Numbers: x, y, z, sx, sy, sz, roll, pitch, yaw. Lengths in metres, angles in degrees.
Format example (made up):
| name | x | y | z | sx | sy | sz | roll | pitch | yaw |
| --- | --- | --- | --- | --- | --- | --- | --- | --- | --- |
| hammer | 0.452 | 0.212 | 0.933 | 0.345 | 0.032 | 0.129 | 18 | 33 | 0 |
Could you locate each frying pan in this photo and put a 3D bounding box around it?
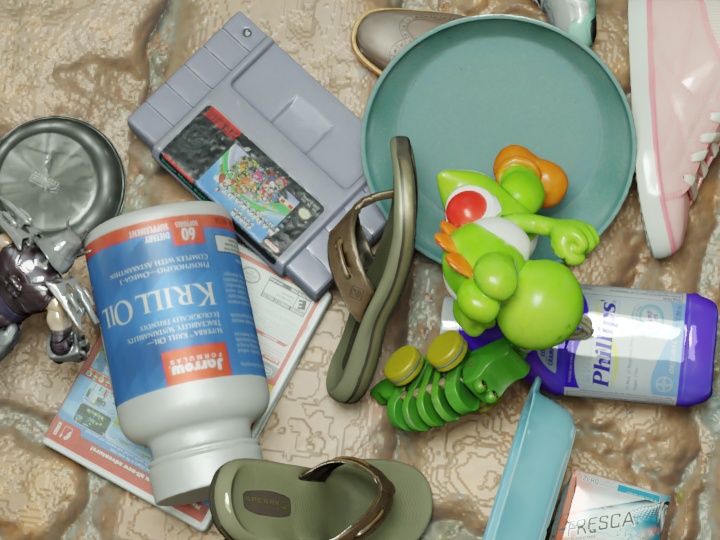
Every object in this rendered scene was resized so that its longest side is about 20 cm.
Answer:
| name | x | y | z | sx | sy | sz | roll | pitch | yaw |
| --- | --- | --- | --- | --- | --- | --- | --- | --- | --- |
| frying pan | -0.264 | -0.040 | 1.634 | 0.190 | 0.031 | 0.115 | -41 | 77 | -6 |

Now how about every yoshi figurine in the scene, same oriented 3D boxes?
| name | x | y | z | sx | sy | sz | roll | pitch | yaw |
| --- | --- | --- | --- | --- | --- | --- | --- | --- | --- |
| yoshi figurine | 0.107 | -0.004 | 1.467 | 0.111 | 0.200 | 0.113 | 0 | 114 | 6 |

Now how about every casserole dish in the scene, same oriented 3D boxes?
| name | x | y | z | sx | sy | sz | roll | pitch | yaw |
| --- | --- | --- | --- | --- | --- | --- | --- | --- | --- |
| casserole dish | 0.111 | 0.175 | 1.510 | 0.039 | 0.121 | 0.201 | 16 | 84 | 2 |

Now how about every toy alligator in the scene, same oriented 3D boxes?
| name | x | y | z | sx | sy | sz | roll | pitch | yaw |
| --- | --- | --- | --- | --- | --- | --- | --- | --- | --- |
| toy alligator | 0.078 | 0.078 | 1.517 | 0.199 | 0.059 | 0.054 | -20 | 36 | 39 |

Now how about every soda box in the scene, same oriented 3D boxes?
| name | x | y | z | sx | sy | sz | roll | pitch | yaw |
| --- | --- | --- | --- | --- | --- | --- | --- | --- | --- |
| soda box | 0.164 | 0.181 | 1.463 | 0.068 | 0.200 | 0.064 | 16 | 81 | 5 |

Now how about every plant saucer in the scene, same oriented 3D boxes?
| name | x | y | z | sx | sy | sz | roll | pitch | yaw |
| --- | --- | --- | --- | --- | --- | --- | --- | --- | --- |
| plant saucer | 0.100 | -0.094 | 1.557 | 0.198 | 0.036 | 0.201 | 3 | 115 | 6 |

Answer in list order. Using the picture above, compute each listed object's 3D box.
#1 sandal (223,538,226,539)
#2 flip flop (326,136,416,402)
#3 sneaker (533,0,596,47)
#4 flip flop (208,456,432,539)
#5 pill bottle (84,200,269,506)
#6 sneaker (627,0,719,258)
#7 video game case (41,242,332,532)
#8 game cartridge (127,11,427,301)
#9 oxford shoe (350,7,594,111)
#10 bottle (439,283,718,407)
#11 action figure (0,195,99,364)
| name | x | y | z | sx | sy | sz | roll | pitch | yaw |
| --- | --- | --- | --- | --- | --- | --- | --- | --- | --- |
| sandal | -0.017 | 0.246 | 1.553 | 0.199 | 0.045 | 0.075 | 23 | 76 | 23 |
| flip flop | 0.000 | 0.000 | 1.536 | 0.057 | 0.081 | 0.201 | 15 | 114 | -6 |
| sneaker | 0.097 | -0.242 | 1.619 | 0.139 | 0.078 | 0.201 | -13 | 69 | 4 |
| flip flop | -0.018 | 0.161 | 1.503 | 0.057 | 0.199 | 0.082 | -29 | 62 | 39 |
| pill bottle | -0.126 | 0.061 | 1.539 | 0.111 | 0.112 | 0.201 | -14 | 78 | 2 |
| sneaker | 0.250 | -0.110 | 1.574 | 0.104 | 0.075 | 0.202 | -2 | 75 | 9 |
| video game case | -0.128 | 0.073 | 1.603 | 0.142 | 0.017 | 0.201 | 27 | 82 | 9 |
| game cartridge | -0.064 | -0.086 | 1.611 | 0.200 | 0.038 | 0.130 | 42 | 72 | 11 |
| oxford shoe | 0.087 | -0.159 | 1.599 | 0.199 | 0.073 | 0.072 | 16 | 80 | 8 |
| bottle | 0.157 | 0.050 | 1.557 | 0.198 | 0.065 | 0.084 | 6 | 88 | 6 |
| action figure | -0.261 | 0.031 | 1.555 | 0.200 | 0.069 | 0.130 | -43 | 69 | 22 |
